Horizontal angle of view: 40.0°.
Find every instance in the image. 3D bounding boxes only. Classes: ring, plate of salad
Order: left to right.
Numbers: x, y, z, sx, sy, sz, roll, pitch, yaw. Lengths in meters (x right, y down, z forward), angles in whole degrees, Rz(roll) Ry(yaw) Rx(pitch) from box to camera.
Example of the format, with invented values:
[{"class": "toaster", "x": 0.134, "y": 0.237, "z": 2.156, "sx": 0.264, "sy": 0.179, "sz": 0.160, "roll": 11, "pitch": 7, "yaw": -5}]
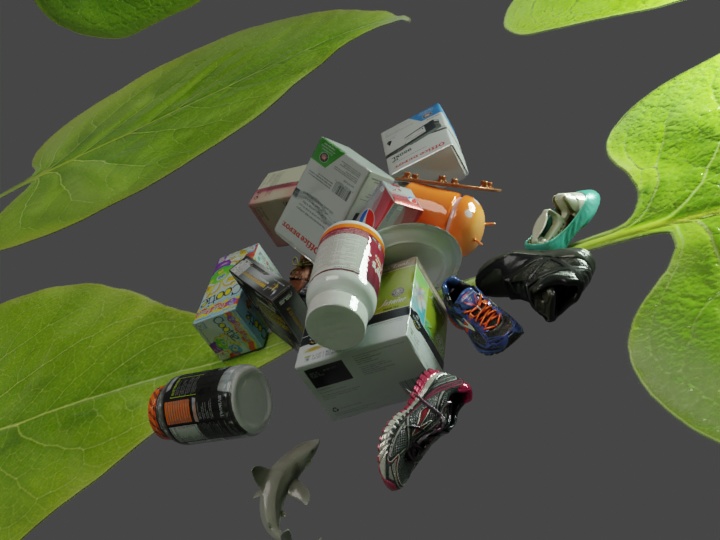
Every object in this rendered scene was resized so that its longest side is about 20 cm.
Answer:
[{"class": "plate of salad", "x": 0.071, "y": -0.016, "z": 1.661, "sx": 0.199, "sy": 0.200, "sz": 0.048, "roll": -23, "pitch": 48, "yaw": 16}, {"class": "ring", "x": 0.162, "y": -0.164, "z": 1.830, "sx": 0.199, "sy": 0.019, "sz": 0.200, "roll": 7, "pitch": 5, "yaw": -1}]

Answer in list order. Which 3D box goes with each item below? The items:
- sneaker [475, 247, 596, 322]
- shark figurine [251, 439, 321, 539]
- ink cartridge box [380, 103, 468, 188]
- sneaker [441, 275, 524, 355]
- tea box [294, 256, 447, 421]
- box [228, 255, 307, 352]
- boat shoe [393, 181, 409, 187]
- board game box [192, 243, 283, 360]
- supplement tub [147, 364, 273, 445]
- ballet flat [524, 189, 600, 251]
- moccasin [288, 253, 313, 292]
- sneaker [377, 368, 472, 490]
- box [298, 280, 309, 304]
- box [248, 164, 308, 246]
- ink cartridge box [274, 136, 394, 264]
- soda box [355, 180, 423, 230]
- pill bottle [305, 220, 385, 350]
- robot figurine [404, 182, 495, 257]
[{"class": "sneaker", "x": 0.261, "y": 0.025, "z": 1.547, "sx": 0.198, "sy": 0.077, "sz": 0.114, "roll": -4, "pitch": 34, "yaw": 31}, {"class": "shark figurine", "x": -0.130, "y": 0.334, "z": 1.468, "sx": 0.127, "sy": 0.090, "sz": 0.215, "roll": -25, "pitch": 30, "yaw": 16}, {"class": "ink cartridge box", "x": 0.129, "y": -0.241, "z": 2.037, "sx": 0.144, "sy": 0.084, "sz": 0.201, "roll": -27, "pitch": 32, "yaw": 12}, {"class": "sneaker", "x": 0.182, "y": 0.069, "z": 1.556, "sx": 0.075, "sy": 0.079, "sz": 0.200, "roll": -40, "pitch": 31, "yaw": -11}, {"class": "tea box", "x": 0.023, "y": 0.109, "z": 1.594, "sx": 0.199, "sy": 0.134, "sz": 0.197, "roll": -18, "pitch": 35, "yaw": 23}, {"class": "box", "x": -0.145, "y": 0.069, "z": 1.783, "sx": 0.048, "sy": 0.159, "sz": 0.200, "roll": -39, "pitch": 31, "yaw": -14}, {"class": "boat shoe", "x": 0.014, "y": -0.102, "z": 1.862, "sx": 0.199, "sy": 0.072, "sz": 0.071, "roll": -27, "pitch": 35, "yaw": 14}, {"class": "board game box", "x": -0.235, "y": 0.060, "z": 1.931, "sx": 0.102, "sy": 0.105, "sz": 0.201, "roll": -19, "pitch": 32, "yaw": 23}, {"class": "supplement tub", "x": -0.259, "y": 0.232, "z": 1.693, "sx": 0.199, "sy": 0.123, "sz": 0.123, "roll": -12, "pitch": 36, "yaw": 31}, {"class": "ballet flat", "x": 0.335, "y": -0.085, "z": 1.640, "sx": 0.067, "sy": 0.071, "sz": 0.200, "roll": 6, "pitch": 48, "yaw": 47}, {"class": "moccasin", "x": -0.093, "y": -0.012, "z": 1.926, "sx": 0.073, "sy": 0.078, "sz": 0.202, "roll": 12, "pitch": 53, "yaw": 50}, {"class": "sneaker", "x": 0.089, "y": 0.227, "z": 1.421, "sx": 0.074, "sy": 0.081, "sz": 0.201, "roll": 12, "pitch": 55, "yaw": 34}, {"class": "box", "x": 0.000, "y": 0.000, "z": 1.851, "sx": 0.157, "sy": 0.050, "sz": 0.200, "roll": 9, "pitch": 51, "yaw": 48}, {"class": "box", "x": -0.111, "y": -0.140, "z": 2.076, "sx": 0.199, "sy": 0.128, "sz": 0.109, "roll": -8, "pitch": 39, "yaw": 37}, {"class": "ink cartridge box", "x": -0.050, "y": -0.119, "z": 1.815, "sx": 0.146, "sy": 0.083, "sz": 0.201, "roll": 39, "pitch": 105, "yaw": 36}, {"class": "soda box", "x": 0.022, "y": -0.053, "z": 1.700, "sx": 0.201, "sy": 0.070, "sz": 0.064, "roll": -57, "pitch": 41, "yaw": 28}, {"class": "pill bottle", "x": -0.025, "y": 0.022, "z": 1.521, "sx": 0.109, "sy": 0.110, "sz": 0.201, "roll": -19, "pitch": 34, "yaw": 22}, {"class": "robot figurine", "x": 0.135, "y": -0.090, "z": 1.756, "sx": 0.199, "sy": 0.144, "sz": 0.118, "roll": 16, "pitch": 82, "yaw": 18}]
